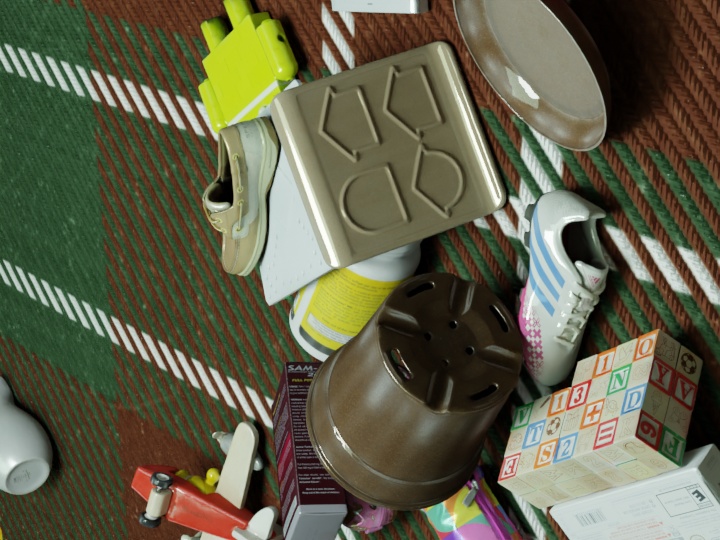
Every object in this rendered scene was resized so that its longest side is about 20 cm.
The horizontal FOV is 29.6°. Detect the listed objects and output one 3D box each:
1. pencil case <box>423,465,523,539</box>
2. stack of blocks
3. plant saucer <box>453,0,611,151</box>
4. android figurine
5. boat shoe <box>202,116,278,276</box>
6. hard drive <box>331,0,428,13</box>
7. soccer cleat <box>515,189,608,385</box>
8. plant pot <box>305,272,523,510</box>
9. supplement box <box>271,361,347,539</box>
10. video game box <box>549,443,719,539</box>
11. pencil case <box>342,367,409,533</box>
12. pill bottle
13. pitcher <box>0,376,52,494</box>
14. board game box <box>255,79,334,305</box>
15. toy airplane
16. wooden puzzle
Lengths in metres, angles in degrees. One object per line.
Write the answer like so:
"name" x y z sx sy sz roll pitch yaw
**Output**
"pencil case" 0.141 0.309 1.484 0.201 0.088 0.088 58 139 13
"stack of blocks" 0.224 0.144 1.288 0.058 0.116 0.200 33 146 -19
"plant saucer" 0.161 -0.199 1.240 0.200 0.032 0.200 48 167 15
"android figurine" -0.130 -0.222 1.623 0.182 0.041 0.202 -29 79 50
"boat shoe" -0.141 -0.080 1.507 0.074 0.066 0.201 -126 38 -46
"hard drive" 0.012 -0.371 1.411 0.131 0.027 0.202 13 114 46
"soccer cleat" 0.198 0.024 1.311 0.086 0.069 0.202 19 118 48
"plant pot" 0.062 0.115 1.375 0.201 0.199 0.199 57 152 17
"supplement box" -0.063 0.222 1.625 0.109 0.060 0.201 110 156 -53
"video game box" 0.301 0.265 1.271 0.183 0.047 0.200 55 141 -4
"pencil case" 0.015 0.209 1.594 0.082 0.087 0.202 13 120 7
"pill bottle" 0.000 0.000 1.502 0.114 0.114 0.201 48 136 26
"pitcher" -0.600 0.304 2.343 0.200 0.121 0.172 48 157 41
"board game box" -0.075 -0.080 1.476 0.200 0.026 0.202 -29 70 63
"toy airplane" -0.190 0.322 1.858 0.199 0.141 0.200 -25 97 15
"wooden puzzle" 0.027 -0.117 1.384 0.046 0.198 0.187 148 101 -78
